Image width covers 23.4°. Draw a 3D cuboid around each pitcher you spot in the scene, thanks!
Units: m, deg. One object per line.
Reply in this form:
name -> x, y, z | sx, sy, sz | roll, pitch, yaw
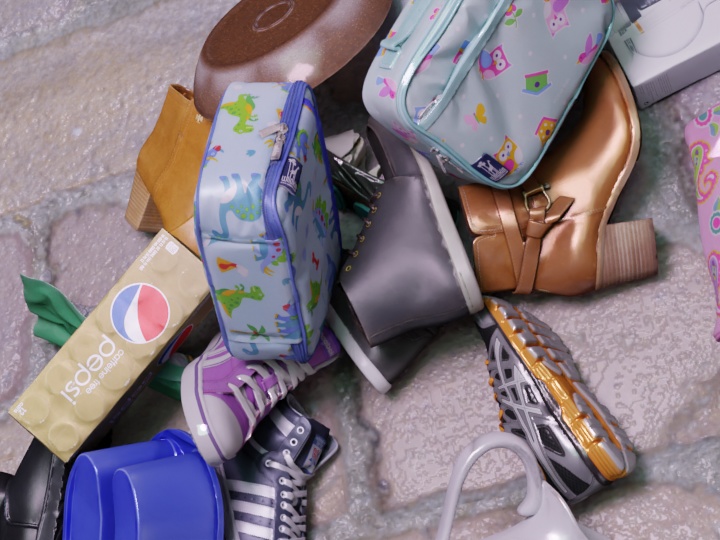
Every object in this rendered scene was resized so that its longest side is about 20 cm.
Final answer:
pitcher -> 0.090, 0.237, 1.320 | 0.200, 0.121, 0.172 | -42, 98, -2

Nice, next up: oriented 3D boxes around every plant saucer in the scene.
plant saucer -> -0.067, -0.206, 1.482 | 0.200, 0.037, 0.201 | -24, 32, 16

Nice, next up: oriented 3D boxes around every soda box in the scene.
soda box -> -0.199, 0.064, 1.447 | 0.068, 0.064, 0.200 | 40, 89, 6

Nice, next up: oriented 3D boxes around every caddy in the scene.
caddy -> -0.169, 0.231, 1.417 | 0.141, 0.104, 0.201 | 11, 98, 54

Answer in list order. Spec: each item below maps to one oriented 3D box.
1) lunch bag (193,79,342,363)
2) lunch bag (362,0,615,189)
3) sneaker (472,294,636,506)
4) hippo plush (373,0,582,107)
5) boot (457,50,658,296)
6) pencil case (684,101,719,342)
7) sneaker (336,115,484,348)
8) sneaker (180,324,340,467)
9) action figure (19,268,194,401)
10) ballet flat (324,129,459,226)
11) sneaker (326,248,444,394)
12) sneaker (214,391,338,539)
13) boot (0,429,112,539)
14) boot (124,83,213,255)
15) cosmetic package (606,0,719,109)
lunch bag -> -0.068, -0.041, 1.360 | 0.082, 0.201, 0.161 | 1, 45, 11
lunch bag -> 0.100, -0.171, 1.360 | 0.077, 0.160, 0.201 | 25, 83, 52
sneaker -> 0.138, 0.101, 1.396 | 0.077, 0.078, 0.200 | -46, 54, 22
hippo plush -> 0.089, -0.185, 1.498 | 0.200, 0.160, 0.161 | -41, 31, -14
boot -> 0.157, -0.077, 1.437 | 0.154, 0.077, 0.201 | -7, 85, 4
pencil case -> 0.309, -0.038, 1.379 | 0.087, 0.087, 0.201 | -11, 67, 16
sneaker -> 0.018, -0.040, 1.420 | 0.106, 0.075, 0.201 | -21, 63, -2
sneaker -> -0.077, 0.081, 1.417 | 0.114, 0.073, 0.201 | -20, 21, 16
action figure -> -0.201, 0.066, 1.523 | 0.199, 0.118, 0.055 | 27, 70, 17
ballet flat -> 0.001, -0.076, 1.515 | 0.199, 0.068, 0.069 | 30, 73, 16
sneaker -> 0.000, 0.000, 1.485 | 0.099, 0.071, 0.200 | -37, 68, 0
sneaker -> -0.061, 0.193, 1.433 | 0.108, 0.070, 0.201 | -29, 61, 10
boot -> -0.313, 0.187, 1.529 | 0.162, 0.073, 0.200 | 3, 73, 24
boot -> -0.128, -0.069, 1.525 | 0.201, 0.071, 0.145 | 37, 113, 33
cosmetic package -> 0.263, -0.260, 1.491 | 0.150, 0.052, 0.201 | -26, 65, 6
